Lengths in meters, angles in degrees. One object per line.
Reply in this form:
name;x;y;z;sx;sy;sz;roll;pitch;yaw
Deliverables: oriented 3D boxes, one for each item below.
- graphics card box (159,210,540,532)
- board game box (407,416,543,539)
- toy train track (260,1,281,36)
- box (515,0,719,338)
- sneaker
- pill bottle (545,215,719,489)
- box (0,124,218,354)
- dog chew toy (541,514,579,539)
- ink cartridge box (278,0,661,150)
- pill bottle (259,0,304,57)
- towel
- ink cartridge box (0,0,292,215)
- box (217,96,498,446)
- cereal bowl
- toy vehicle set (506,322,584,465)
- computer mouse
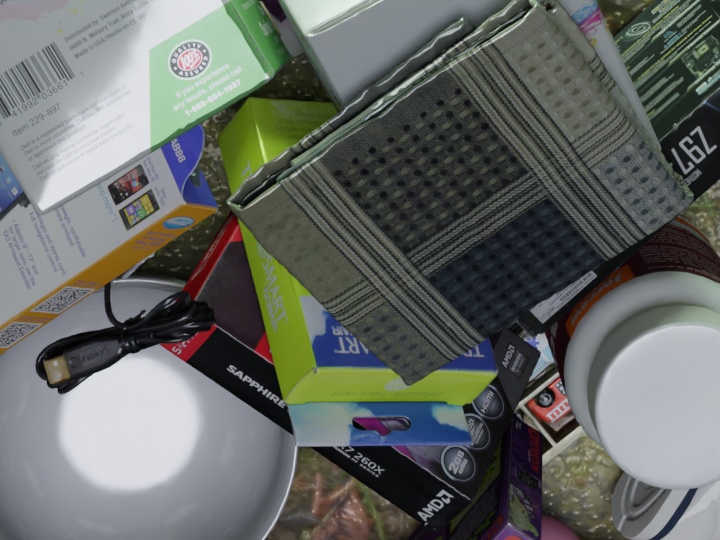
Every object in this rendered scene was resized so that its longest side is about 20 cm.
graphics card box;-0.005;0.044;1.652;0.200;0.126;0.051;36;139;-8
board game box;0.041;0.190;1.708;0.032;0.120;0.200;34;116;-9
toy train track;-0.117;-0.077;1.585;0.200;0.033;0.115;-39;69;22
box;0.144;-0.069;1.629;0.200;0.160;0.044;-42;111;9
sneaker;0.240;0.097;1.743;0.080;0.076;0.200;32;108;-24
pill bottle;0.165;0.043;1.617;0.114;0.200;0.114;-1;107;-3
box;-0.165;-0.047;1.569;0.200;0.041;0.119;-31;72;21
dog chew toy;0.145;0.227;1.751;0.200;0.125;0.125;45;101;-6
ink cartridge box;0.043;-0.132;1.517;0.144;0.145;0.200;-29;135;0
pill bottle;-0.038;-0.190;1.607;0.200;0.112;0.112;-42;105;10
towel;0.053;-0.042;1.483;0.192;0.035;0.200;-33;138;10
ink cartridge box;-0.148;-0.153;1.464;0.145;0.088;0.200;-30;97;11
box;0.000;0.000;1.619;0.122;0.200;0.048;2;149;-30
cereal bowl;-0.137;0.095;1.701;0.200;0.083;0.201;-1;99;-6
toy vehicle set;0.105;0.041;1.733;0.200;0.027;0.124;-40;105;9
computer mouse;-0.134;-0.018;1.627;0.110;0.200;0.044;-29;132;22
